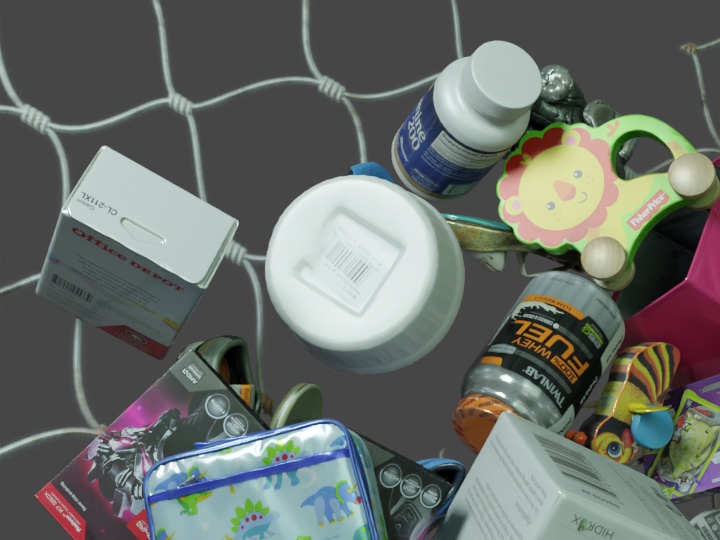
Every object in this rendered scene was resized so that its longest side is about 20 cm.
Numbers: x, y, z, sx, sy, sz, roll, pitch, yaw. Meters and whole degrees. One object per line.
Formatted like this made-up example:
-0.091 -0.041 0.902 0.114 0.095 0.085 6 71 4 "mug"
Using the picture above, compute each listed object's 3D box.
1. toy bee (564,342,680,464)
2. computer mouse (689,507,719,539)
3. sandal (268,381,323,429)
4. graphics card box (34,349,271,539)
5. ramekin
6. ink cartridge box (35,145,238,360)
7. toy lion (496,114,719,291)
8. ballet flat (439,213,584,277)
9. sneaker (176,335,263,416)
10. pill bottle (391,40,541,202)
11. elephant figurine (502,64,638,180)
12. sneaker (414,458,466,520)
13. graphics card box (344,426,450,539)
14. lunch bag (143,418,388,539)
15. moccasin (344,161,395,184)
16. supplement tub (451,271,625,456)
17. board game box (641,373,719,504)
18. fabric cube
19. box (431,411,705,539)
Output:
0.277 0.164 1.395 0.108 0.131 0.200 17 59 -22 "toy bee"
0.335 0.323 1.403 0.200 0.044 0.110 -23 72 -22 "computer mouse"
-0.057 0.209 1.268 0.057 0.080 0.202 1 74 25 "sandal"
-0.184 0.184 1.208 0.200 0.051 0.125 -43 85 -5 "graphics card box"
0.000 0.000 1.327 0.200 0.098 0.201 -3 78 13 "ramekin"
-0.214 -0.011 1.243 0.146 0.200 0.083 30 60 -7 "ink cartridge box"
0.254 -0.090 1.409 0.200 0.069 0.192 -44 66 8 "toy lion"
0.175 -0.026 1.487 0.199 0.071 0.071 4 66 -18 "ballet flat"
-0.129 0.157 1.264 0.074 0.079 0.201 8 64 -46 "sneaker"
0.118 -0.165 1.442 0.111 0.200 0.111 9 64 -18 "pill bottle"
0.254 -0.131 1.525 0.200 0.142 0.155 44 73 9 "elephant figurine"
0.023 0.245 1.294 0.200 0.078 0.066 -31 83 -28 "sneaker"
-0.017 0.255 1.211 0.125 0.051 0.200 31 84 -25 "graphics card box"
-0.082 0.216 1.126 0.199 0.082 0.161 -13 76 7 "lunch bag"
0.033 -0.019 1.424 0.080 0.068 0.200 -7 71 -32 "moccasin"
0.187 0.107 1.394 0.122 0.123 0.200 39 59 -1 "supplement tub"
0.383 0.173 1.397 0.032 0.200 0.120 20 59 -33 "board game box"
0.420 0.024 1.479 0.199 0.196 0.200 31 59 -6 "fabric cube"
0.199 0.273 1.238 0.200 0.199 0.172 26 99 -15 "box"
